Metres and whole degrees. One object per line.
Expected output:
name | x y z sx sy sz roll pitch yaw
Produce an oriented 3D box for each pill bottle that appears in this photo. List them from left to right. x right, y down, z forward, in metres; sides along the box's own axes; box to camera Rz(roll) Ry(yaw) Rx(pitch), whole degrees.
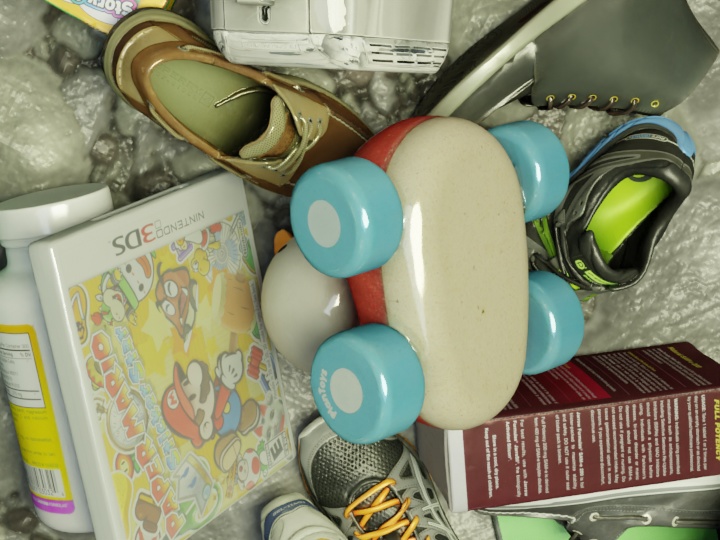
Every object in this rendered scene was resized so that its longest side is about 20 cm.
pill bottle | -0.172 0.052 0.843 0.103 0.104 0.202 -10 103 -3

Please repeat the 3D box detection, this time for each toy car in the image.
toy car | 0.000 0.000 0.816 0.183 0.199 0.179 -17 103 -44

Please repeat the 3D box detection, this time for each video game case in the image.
video game case | -0.111 0.056 0.821 0.023 0.182 0.202 -2 106 32

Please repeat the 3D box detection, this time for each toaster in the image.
toaster | -0.010 -0.181 0.776 0.112 0.199 0.131 8 100 27

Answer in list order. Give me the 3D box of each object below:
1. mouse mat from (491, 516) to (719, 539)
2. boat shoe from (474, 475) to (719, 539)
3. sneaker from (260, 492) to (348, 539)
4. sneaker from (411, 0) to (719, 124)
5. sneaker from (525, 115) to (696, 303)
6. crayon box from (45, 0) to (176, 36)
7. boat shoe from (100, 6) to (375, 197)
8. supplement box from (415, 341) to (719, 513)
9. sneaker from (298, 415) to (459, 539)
mouse mat | 0.183 0.217 0.959 0.159 0.008 0.202 -14 102 -2
boat shoe | 0.165 0.156 0.912 0.197 0.070 0.067 -4 101 -12
sneaker | -0.021 0.234 0.917 0.075 0.088 0.202 -19 127 -16
sneaker | 0.130 -0.115 0.848 0.199 0.075 0.107 -38 103 3
sneaker | 0.134 -0.012 0.855 0.070 0.083 0.200 36 117 -13
crayon box | -0.188 -0.230 0.803 0.199 0.058 0.120 29 99 -10
boat shoe | -0.063 -0.085 0.812 0.199 0.074 0.076 22 103 -33
supplement box | 0.141 0.098 0.871 0.197 0.109 0.062 -7 102 -7
sneaker | 0.029 0.179 0.902 0.078 0.077 0.201 -36 101 5
